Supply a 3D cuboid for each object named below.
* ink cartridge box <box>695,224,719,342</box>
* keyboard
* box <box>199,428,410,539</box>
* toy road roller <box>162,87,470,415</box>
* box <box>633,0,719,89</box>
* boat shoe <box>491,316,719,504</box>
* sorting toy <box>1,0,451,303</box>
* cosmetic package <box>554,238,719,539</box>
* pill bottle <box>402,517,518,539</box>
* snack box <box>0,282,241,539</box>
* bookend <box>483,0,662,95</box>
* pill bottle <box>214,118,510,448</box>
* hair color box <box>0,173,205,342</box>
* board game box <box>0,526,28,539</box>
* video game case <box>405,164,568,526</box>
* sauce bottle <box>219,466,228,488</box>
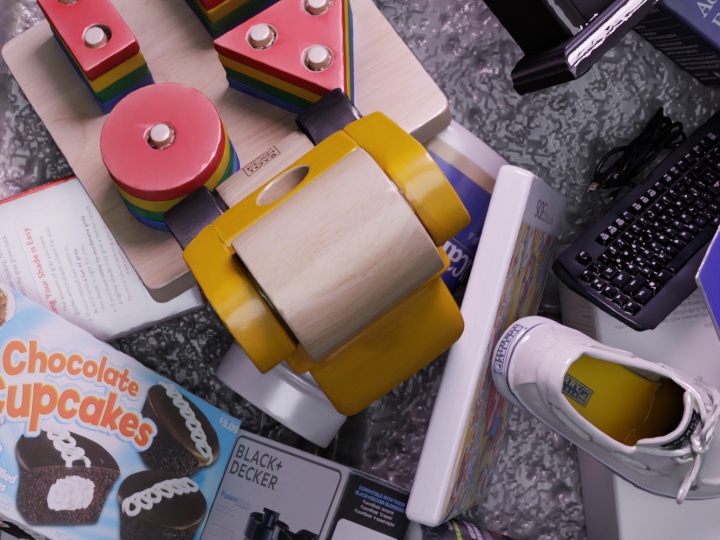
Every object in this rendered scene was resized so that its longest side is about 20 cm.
[{"bbox_3d":[0.267,-0.015,1.102,0.201,0.043,0.199,-64,144,-26],"label":"ink cartridge box"},{"bbox_3d":[0.189,-0.050,1.126,0.104,0.040,0.200,31,51,25],"label":"keyboard"},{"bbox_3d":[-0.054,0.203,1.077,0.060,0.116,0.202,27,82,-38],"label":"box"},{"bbox_3d":[-0.004,0.007,0.947,0.122,0.200,0.146,-36,109,-2],"label":"toy road roller"},{"bbox_3d":[0.195,-0.227,1.136,0.199,0.104,0.149,35,89,-10],"label":"box"},{"bbox_3d":[0.170,0.085,1.049,0.201,0.086,0.075,31,84,-33],"label":"boat shoe"},{"bbox_3d":[-0.084,-0.119,1.062,0.199,0.070,0.199,-32,63,-7],"label":"sorting toy"},{"bbox_3d":[0.190,0.079,1.166,0.106,0.085,0.202,-6,96,-10],"label":"cosmetic package"},{"bbox_3d":[0.098,0.217,1.108,0.198,0.106,0.107,20,91,-16],"label":"pill bottle"},{"bbox_3d":[-0.170,0.094,1.054,0.199,0.037,0.117,32,64,-28],"label":"snack box"},{"bbox_3d":[0.111,-0.239,1.011,0.198,0.092,0.200,-41,99,-11],"label":"bookend"},{"bbox_3d":[0.000,0.000,1.116,0.111,0.111,0.201,33,89,-10],"label":"pill bottle"},{"bbox_3d":[-0.202,0.007,1.109,0.198,0.061,0.102,-19,97,-9],"label":"hair color box"},{"bbox_3d":[-0.220,0.156,1.053,0.199,0.040,0.154,28,64,-30],"label":"board game box"},{"bbox_3d":[0.078,0.044,1.100,0.023,0.182,0.202,16,92,13],"label":"video game case"},{"bbox_3d":[-0.128,0.207,1.135,0.066,0.066,0.201,29,85,-10],"label":"sauce bottle"}]
